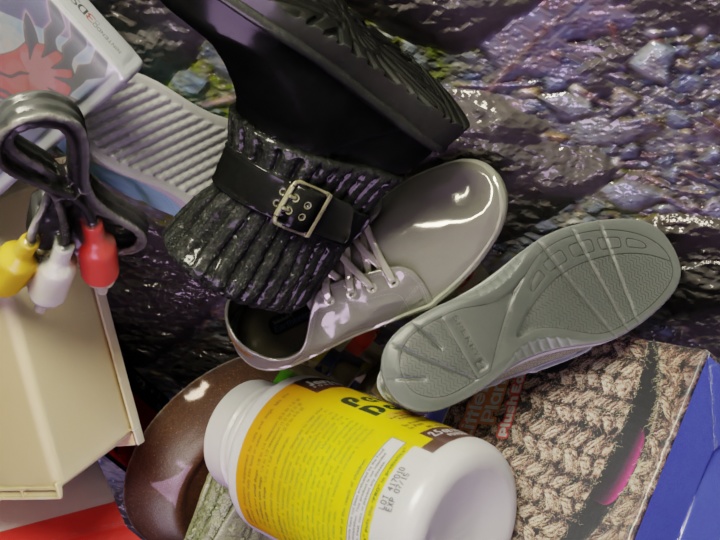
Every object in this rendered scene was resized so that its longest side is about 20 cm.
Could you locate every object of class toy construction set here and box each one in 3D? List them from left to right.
[{"bbox_3d":[0.004,0.044,0.829,0.131,0.092,0.200,37,137,0],"label":"toy construction set"}]

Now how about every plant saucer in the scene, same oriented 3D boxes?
[{"bbox_3d":[-0.089,0.155,0.959,0.037,0.200,0.201,43,173,41],"label":"plant saucer"}]

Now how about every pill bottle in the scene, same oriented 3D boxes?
[{"bbox_3d":[-0.008,0.132,0.764,0.200,0.110,0.109,16,159,42],"label":"pill bottle"}]

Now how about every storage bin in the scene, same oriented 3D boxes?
[{"bbox_3d":[-0.273,0.044,0.804,0.198,0.094,0.201,-5,106,24],"label":"storage bin"}]

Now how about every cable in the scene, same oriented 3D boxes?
[{"bbox_3d":[-0.152,-0.029,0.645,0.097,0.051,0.200,-6,161,-19],"label":"cable"}]

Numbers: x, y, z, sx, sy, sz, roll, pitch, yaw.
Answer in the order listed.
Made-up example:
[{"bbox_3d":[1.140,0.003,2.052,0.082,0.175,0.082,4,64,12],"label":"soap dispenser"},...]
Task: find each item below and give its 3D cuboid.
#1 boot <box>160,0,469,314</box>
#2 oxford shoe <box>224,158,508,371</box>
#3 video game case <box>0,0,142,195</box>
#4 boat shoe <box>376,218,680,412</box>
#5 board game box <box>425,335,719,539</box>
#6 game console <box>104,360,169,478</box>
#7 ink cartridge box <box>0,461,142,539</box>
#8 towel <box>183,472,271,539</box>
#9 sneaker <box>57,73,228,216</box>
[{"bbox_3d":[-0.060,-0.071,0.618,0.158,0.080,0.211,-43,126,19],"label":"boot"},{"bbox_3d":[0.000,0.000,0.728,0.200,0.075,0.058,-31,163,14],"label":"oxford shoe"},{"bbox_3d":[-0.232,-0.122,0.622,0.200,0.023,0.182,-30,109,39],"label":"video game case"},{"bbox_3d":[0.102,0.029,0.748,0.201,0.075,0.065,-28,175,-10],"label":"boat shoe"},{"bbox_3d":[0.141,0.127,0.800,0.097,0.160,0.200,36,162,-36],"label":"board game box"},{"bbox_3d":[-0.241,0.115,0.981,0.172,0.119,0.200,-7,144,24],"label":"game console"},{"bbox_3d":[-0.255,0.170,0.863,0.160,0.050,0.200,-9,-164,-36],"label":"ink cartridge box"},{"bbox_3d":[-0.066,0.186,0.934,0.148,0.036,0.201,1,120,-47],"label":"towel"},{"bbox_3d":[-0.108,-0.067,0.726,0.082,0.074,0.200,21,169,45],"label":"sneaker"}]
